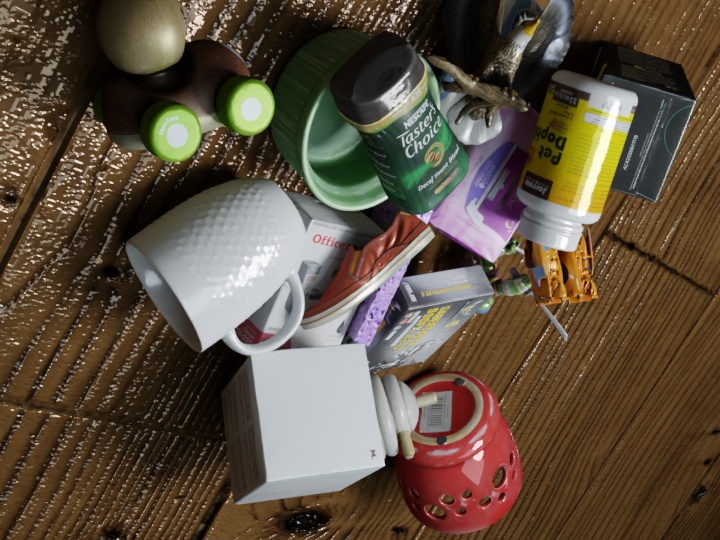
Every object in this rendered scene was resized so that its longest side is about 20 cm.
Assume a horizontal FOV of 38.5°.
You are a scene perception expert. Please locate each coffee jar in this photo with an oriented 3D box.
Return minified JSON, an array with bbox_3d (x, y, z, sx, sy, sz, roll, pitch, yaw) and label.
[{"bbox_3d":[0.044,-0.161,1.139,0.104,0.085,0.201,-43,137,-8],"label":"coffee jar"}]

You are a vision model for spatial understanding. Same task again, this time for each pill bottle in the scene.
[{"bbox_3d":[0.256,-0.132,1.252,0.108,0.109,0.204,3,109,-42],"label":"pill bottle"}]

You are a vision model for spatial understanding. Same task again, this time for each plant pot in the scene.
[{"bbox_3d":[0.144,0.273,1.599,0.199,0.200,0.185,-33,133,-18],"label":"plant pot"}]

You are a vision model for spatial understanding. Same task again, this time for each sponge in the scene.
[{"bbox_3d":[0.024,-0.013,1.353,0.029,0.112,0.203,18,107,-27],"label":"sponge"}]

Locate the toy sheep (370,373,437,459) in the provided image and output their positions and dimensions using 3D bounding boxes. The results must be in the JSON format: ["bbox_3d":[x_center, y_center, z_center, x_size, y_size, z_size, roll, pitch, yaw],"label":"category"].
[{"bbox_3d":[0.018,0.215,1.488,0.196,0.139,0.140,-15,131,-7],"label":"toy sheep"}]

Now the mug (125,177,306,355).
[{"bbox_3d":[-0.141,0.002,1.177,0.174,0.147,0.202,-36,107,-20],"label":"mug"}]

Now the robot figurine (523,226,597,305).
[{"bbox_3d":[0.270,-0.056,1.419,0.143,0.058,0.205,-2,83,-43],"label":"robot figurine"}]

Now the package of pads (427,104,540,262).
[{"bbox_3d":[0.174,-0.125,1.332,0.119,0.076,0.202,29,98,-18],"label":"package of pads"}]

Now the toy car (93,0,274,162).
[{"bbox_3d":[-0.190,-0.230,0.994,0.156,0.163,0.204,-24,120,-26],"label":"toy car"}]

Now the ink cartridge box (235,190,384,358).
[{"bbox_3d":[-0.070,0.015,1.314,0.144,0.085,0.203,9,110,-44],"label":"ink cartridge box"}]

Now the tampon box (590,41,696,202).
[{"bbox_3d":[0.372,-0.211,1.437,0.201,0.124,0.152,-64,170,-64],"label":"tampon box"}]

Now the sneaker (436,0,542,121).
[{"bbox_3d":[0.158,-0.268,1.314,0.202,0.072,0.072,-56,159,5],"label":"sneaker"}]

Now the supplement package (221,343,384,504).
[{"bbox_3d":[-0.079,0.196,1.295,0.149,0.154,0.200,-3,162,-19],"label":"supplement package"}]

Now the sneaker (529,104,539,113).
[{"bbox_3d":[0.218,-0.206,1.430,0.081,0.073,0.202,-43,144,-22],"label":"sneaker"}]

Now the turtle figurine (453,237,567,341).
[{"bbox_3d":[0.218,-0.029,1.491,0.144,0.196,0.197,-54,144,-45],"label":"turtle figurine"}]

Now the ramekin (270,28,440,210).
[{"bbox_3d":[-0.011,-0.183,1.214,0.197,0.097,0.203,-23,131,-28],"label":"ramekin"}]

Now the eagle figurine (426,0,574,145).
[{"bbox_3d":[0.170,-0.263,1.229,0.153,0.148,0.202,58,35,-36],"label":"eagle figurine"}]

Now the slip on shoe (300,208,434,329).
[{"bbox_3d":[0.000,0.000,1.263,0.199,0.061,0.074,-41,178,4],"label":"slip on shoe"}]

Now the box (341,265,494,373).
[{"bbox_3d":[0.071,0.074,1.439,0.156,0.049,0.200,-8,152,-36],"label":"box"}]
